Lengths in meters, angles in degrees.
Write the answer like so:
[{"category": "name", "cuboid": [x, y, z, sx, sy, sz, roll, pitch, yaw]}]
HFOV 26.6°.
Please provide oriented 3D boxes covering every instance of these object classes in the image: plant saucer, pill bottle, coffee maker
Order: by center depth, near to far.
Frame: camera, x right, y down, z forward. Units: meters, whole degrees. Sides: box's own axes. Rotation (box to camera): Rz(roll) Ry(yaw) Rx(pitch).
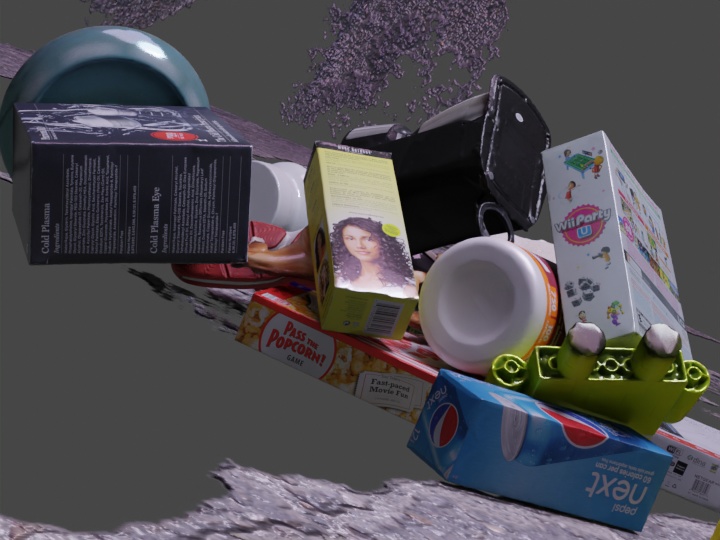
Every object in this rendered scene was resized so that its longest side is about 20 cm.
[{"category": "pill bottle", "cuboid": [0.139, 0.042, 1.317, 0.113, 0.113, 0.200, 27, 5, 29]}, {"category": "plant saucer", "cuboid": [-0.234, -0.126, 1.418, 0.199, 0.201, 0.027, 20, 17, -25]}, {"category": "coffee maker", "cuboid": [0.064, -0.078, 1.467, 0.199, 0.135, 0.192, -16, 25, 36]}, {"category": "pill bottle", "cuboid": [-0.070, -0.065, 1.809, 0.116, 0.117, 0.200, 28, 9, 36]}]

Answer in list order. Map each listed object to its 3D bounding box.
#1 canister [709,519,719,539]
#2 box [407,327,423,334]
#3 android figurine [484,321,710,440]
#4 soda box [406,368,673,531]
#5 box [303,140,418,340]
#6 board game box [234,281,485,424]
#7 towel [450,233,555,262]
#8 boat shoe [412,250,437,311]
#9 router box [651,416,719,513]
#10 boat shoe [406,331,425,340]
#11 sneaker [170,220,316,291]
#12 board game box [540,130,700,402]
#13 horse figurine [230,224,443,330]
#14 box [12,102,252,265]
[{"category": "canister", "cuboid": [0.357, 0.228, 1.124, 0.199, 0.087, 0.148, 27, 8, 16]}, {"category": "box", "cuboid": [0.097, 0.060, 1.661, 0.199, 0.051, 0.158, 22, 9, -6]}, {"category": "android figurine", "cuboid": [0.185, 0.105, 1.233, 0.181, 0.041, 0.200, 1, -33, -8]}, {"category": "soda box", "cuboid": [0.139, 0.138, 1.160, 0.199, 0.068, 0.064, 19, 8, -32]}, {"category": "box", "cuboid": [-0.002, -0.029, 1.293, 0.075, 0.050, 0.201, 8, 38, -15]}, {"category": "board game box", "cuboid": [0.007, 0.074, 1.302, 0.199, 0.047, 0.151, 24, 7, 7]}, {"category": "towel", "cuboid": [0.167, 0.020, 1.521, 0.132, 0.035, 0.200, 14, 31, -23]}, {"category": "boat shoe", "cuboid": [0.068, 0.023, 1.562, 0.200, 0.063, 0.073, 45, -17, 28]}, {"category": "router box", "cuboid": [0.279, 0.165, 1.481, 0.199, 0.049, 0.180, 22, 7, -5]}, {"category": "boat shoe", "cuboid": [0.101, 0.078, 1.474, 0.199, 0.069, 0.074, 20, 8, -25]}, {"category": "sneaker", "cuboid": [-0.079, 0.014, 1.436, 0.199, 0.116, 0.079, -2, 48, -10]}, {"category": "board game box", "cuboid": [0.222, 0.005, 1.307, 0.064, 0.201, 0.148, -19, -36, 23]}, {"category": "horse figurine", "cuboid": [0.000, 0.000, 1.344, 0.199, 0.050, 0.133, 32, 34, 3]}, {"category": "box", "cuboid": [-0.202, -0.078, 1.314, 0.181, 0.105, 0.200, -1, 15, -17]}]
